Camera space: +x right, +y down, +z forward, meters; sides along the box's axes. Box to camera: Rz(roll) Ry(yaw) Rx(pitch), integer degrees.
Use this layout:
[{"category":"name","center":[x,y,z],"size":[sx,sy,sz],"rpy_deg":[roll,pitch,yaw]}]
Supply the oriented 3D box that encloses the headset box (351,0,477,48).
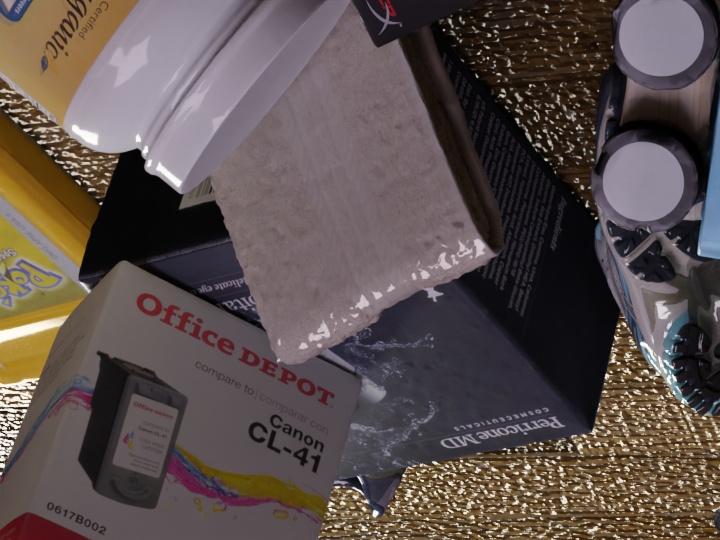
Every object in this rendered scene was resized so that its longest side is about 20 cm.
[{"category":"headset box","center":[0.061,-0.200,1.041],"size":[0.200,0.075,0.149],"rpy_deg":[-24,132,5]}]

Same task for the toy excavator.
[{"category":"toy excavator","center":[0.205,-0.037,1.160],"size":[0.200,0.100,0.195],"rpy_deg":[8,106,11]}]

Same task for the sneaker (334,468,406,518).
[{"category":"sneaker","center":[-0.064,0.091,1.502],"size":[0.200,0.081,0.074],"rpy_deg":[7,163,7]}]

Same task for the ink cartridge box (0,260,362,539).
[{"category":"ink cartridge box","center":[-0.098,0.117,1.275],"size":[0.148,0.200,0.086],"rpy_deg":[28,144,-15]}]

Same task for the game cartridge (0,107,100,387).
[{"category":"game cartridge","center":[-0.214,-0.008,1.497],"size":[0.176,0.032,0.200],"rpy_deg":[-14,134,35]}]

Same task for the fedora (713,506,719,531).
[{"category":"fedora","center":[0.263,0.074,1.346],"size":[0.200,0.092,0.201],"rpy_deg":[-9,159,-4]}]

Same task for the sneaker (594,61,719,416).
[{"category":"sneaker","center":[0.141,-0.022,1.299],"size":[0.086,0.078,0.200],"rpy_deg":[40,152,54]}]

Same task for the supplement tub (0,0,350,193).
[{"category":"supplement tub","center":[-0.115,-0.143,1.142],"size":[0.200,0.145,0.145],"rpy_deg":[39,143,2]}]

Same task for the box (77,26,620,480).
[{"category":"box","center":[0.000,0.000,1.351],"size":[0.197,0.117,0.200],"rpy_deg":[-14,135,35]}]

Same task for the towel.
[{"category":"towel","center":[-0.019,-0.069,1.212],"size":[0.133,0.200,0.034],"rpy_deg":[-30,162,33]}]
